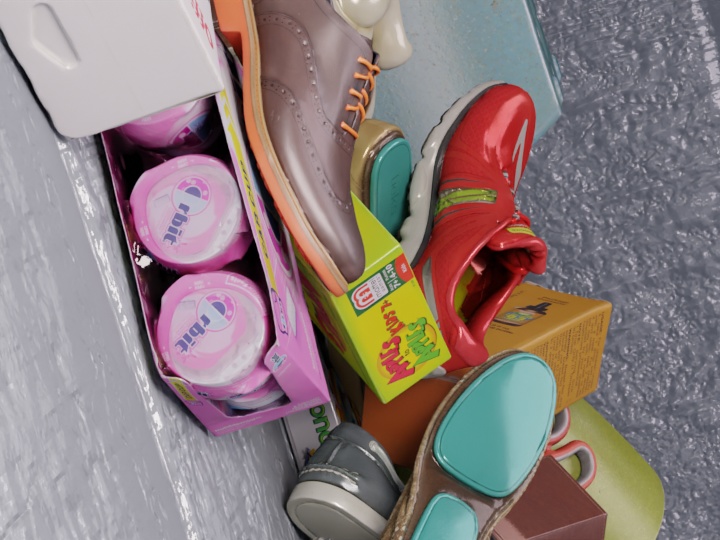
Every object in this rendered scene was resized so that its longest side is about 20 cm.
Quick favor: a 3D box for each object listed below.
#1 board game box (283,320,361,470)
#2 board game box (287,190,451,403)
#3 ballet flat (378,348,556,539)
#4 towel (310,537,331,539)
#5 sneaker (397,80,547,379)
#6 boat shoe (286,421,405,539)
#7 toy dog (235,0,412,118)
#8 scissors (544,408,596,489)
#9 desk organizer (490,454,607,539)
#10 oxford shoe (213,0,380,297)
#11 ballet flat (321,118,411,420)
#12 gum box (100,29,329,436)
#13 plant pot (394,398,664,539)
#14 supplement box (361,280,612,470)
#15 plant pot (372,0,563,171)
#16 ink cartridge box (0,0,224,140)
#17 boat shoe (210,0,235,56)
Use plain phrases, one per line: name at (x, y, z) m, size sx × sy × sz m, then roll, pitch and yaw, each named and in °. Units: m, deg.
board game box at (-0.009, 0.122, 1.721) m, size 0.126 × 0.035 × 0.201 m, roll -13°, pitch 86°, yaw -82°
board game box at (-0.033, -0.027, 1.555) m, size 0.200 × 0.048 × 0.102 m, roll 49°, pitch -11°, yaw 41°
ballet flat at (0.046, 0.128, 1.559) m, size 0.070 × 0.065 × 0.200 m, roll 39°, pitch 55°, yaw -10°
towel at (-0.009, 0.254, 1.483) m, size 0.200 × 0.034 × 0.193 m, roll -75°, pitch 150°, yaw -80°
sneaker at (0.073, -0.021, 1.616) m, size 0.077 × 0.085 × 0.200 m, roll 50°, pitch 51°, yaw -43°
boat shoe at (0.041, 0.159, 1.633) m, size 0.200 × 0.073 × 0.062 m, roll 40°, pitch 55°, yaw -30°
toy dog at (-0.045, -0.160, 1.728) m, size 0.194 × 0.139 × 0.201 m, roll 40°, pitch 33°, yaw -57°
scissors at (0.076, 0.121, 1.739) m, size 0.200 × 0.014 × 0.073 m, roll -15°, pitch 87°, yaw -47°
desk organizer at (0.094, 0.218, 1.757) m, size 0.072 × 0.077 × 0.200 m, roll 46°, pitch -38°, yaw 45°
oxford shoe at (-0.022, -0.087, 1.438) m, size 0.071 × 0.072 × 0.201 m, roll 51°, pitch 22°, yaw -77°
ballet flat at (0.000, 0.000, 1.667) m, size 0.069 × 0.063 × 0.201 m, roll -32°, pitch 129°, yaw -48°
gum box at (-0.077, -0.020, 1.427) m, size 0.114 × 0.066 × 0.201 m, roll 55°, pitch 19°, yaw -69°
plant pot at (0.071, 0.116, 1.856) m, size 0.200 × 0.187 × 0.187 m, roll 55°, pitch 15°, yaw -26°
supplement box at (0.077, 0.062, 1.700) m, size 0.200 × 0.066 × 0.069 m, roll -26°, pitch 125°, yaw -55°
plant pot at (0.036, -0.147, 2.029) m, size 0.196 × 0.199 × 0.196 m, roll -80°, pitch 151°, yaw -75°
ink cartridge box at (-0.133, -0.185, 1.332) m, size 0.148 × 0.085 × 0.200 m, roll 64°, pitch 10°, yaw -50°
boat shoe at (-0.048, -0.186, 1.628) m, size 0.076 × 0.200 × 0.072 m, roll 48°, pitch -37°, yaw 10°
